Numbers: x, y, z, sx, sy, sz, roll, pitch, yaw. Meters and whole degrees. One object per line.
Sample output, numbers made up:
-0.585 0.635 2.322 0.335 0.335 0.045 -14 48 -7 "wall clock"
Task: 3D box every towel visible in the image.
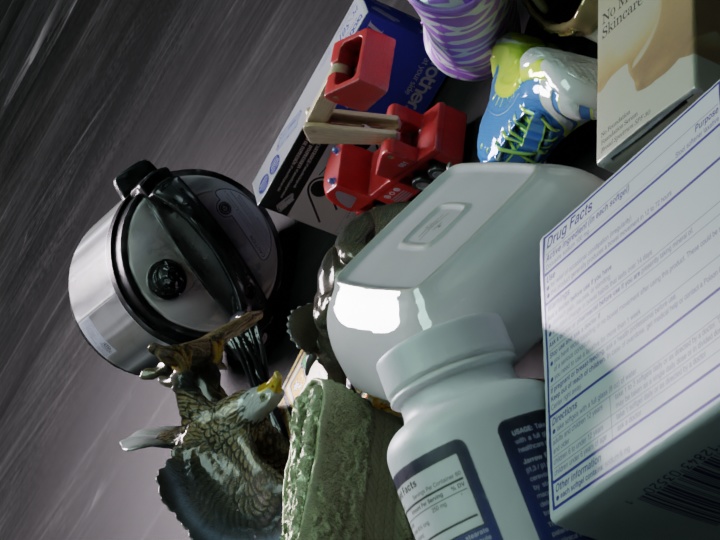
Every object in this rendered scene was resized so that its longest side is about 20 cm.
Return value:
0.012 0.177 1.240 0.036 0.148 0.201 -40 34 45 "towel"

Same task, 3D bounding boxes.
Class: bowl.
0.070 -0.005 1.238 0.200 0.075 0.199 -43 20 -16 "bowl"

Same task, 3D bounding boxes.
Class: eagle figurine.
-0.078 0.130 1.336 0.151 0.200 0.151 -33 -14 -12 "eagle figurine"

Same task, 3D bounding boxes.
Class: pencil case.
0.072 -0.201 1.370 0.200 0.085 0.084 51 -121 -75 "pencil case"

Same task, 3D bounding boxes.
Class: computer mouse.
-0.098 0.111 1.521 0.200 0.046 0.141 120 135 -76 "computer mouse"

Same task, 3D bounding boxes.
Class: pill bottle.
0.081 0.132 1.074 0.111 0.110 0.201 -40 66 49 "pill bottle"

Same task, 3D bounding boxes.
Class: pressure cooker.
-0.167 0.002 1.726 0.200 0.175 0.180 -32 47 59 "pressure cooker"

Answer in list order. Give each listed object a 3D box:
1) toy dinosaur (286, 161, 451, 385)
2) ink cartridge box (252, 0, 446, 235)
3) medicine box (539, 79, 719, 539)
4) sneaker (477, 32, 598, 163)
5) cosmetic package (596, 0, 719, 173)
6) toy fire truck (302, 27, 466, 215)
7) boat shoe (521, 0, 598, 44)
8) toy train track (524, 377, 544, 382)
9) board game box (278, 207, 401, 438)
0.000 0.000 1.375 0.102 0.077 0.201 35 105 57 "toy dinosaur"
-0.006 -0.130 1.578 0.201 0.093 0.044 -59 26 24 "ink cartridge box"
0.192 0.029 1.016 0.182 0.102 0.201 -44 34 45 "medicine box"
0.132 -0.104 1.299 0.200 0.075 0.106 -117 41 -75 "sneaker"
0.206 -0.160 1.171 0.105 0.071 0.201 -41 37 48 "cosmetic package"
0.006 -0.111 1.478 0.200 0.140 0.049 -33 43 54 "toy fire truck"
0.151 -0.206 1.330 0.074 0.066 0.200 -68 22 8 "boat shoe"
0.095 0.167 1.199 0.114 0.033 0.201 -1 61 41 "toy train track"
0.003 0.072 1.461 0.201 0.046 0.152 -62 25 18 "board game box"
